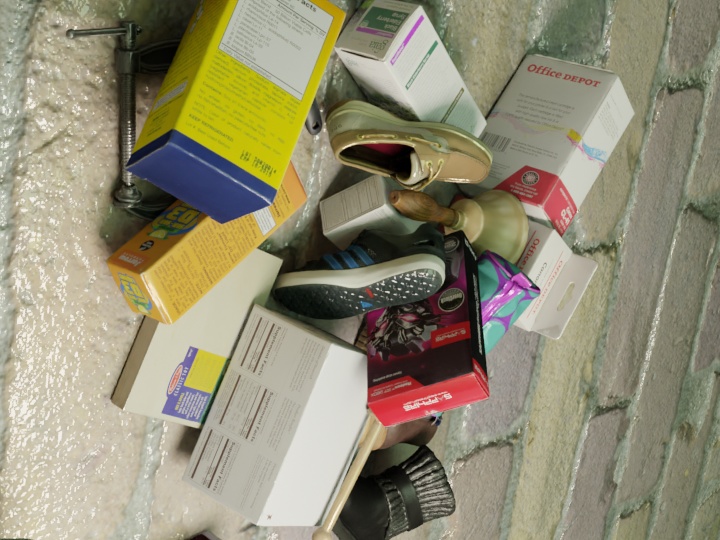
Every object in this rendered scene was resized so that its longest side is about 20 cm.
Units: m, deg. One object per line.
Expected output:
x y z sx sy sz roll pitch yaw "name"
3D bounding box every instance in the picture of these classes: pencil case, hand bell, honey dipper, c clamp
0.117 0.074 1.296 0.085 0.092 0.201 37 97 -7 "pencil case"
0.099 -0.063 1.289 0.199 0.103 0.106 16 95 -51 "hand bell"
-0.001 0.214 1.245 0.038 0.038 0.202 30 85 -50 "honey dipper"
-0.198 -0.135 1.050 0.170 0.027 0.203 -25 123 -46 "c clamp"

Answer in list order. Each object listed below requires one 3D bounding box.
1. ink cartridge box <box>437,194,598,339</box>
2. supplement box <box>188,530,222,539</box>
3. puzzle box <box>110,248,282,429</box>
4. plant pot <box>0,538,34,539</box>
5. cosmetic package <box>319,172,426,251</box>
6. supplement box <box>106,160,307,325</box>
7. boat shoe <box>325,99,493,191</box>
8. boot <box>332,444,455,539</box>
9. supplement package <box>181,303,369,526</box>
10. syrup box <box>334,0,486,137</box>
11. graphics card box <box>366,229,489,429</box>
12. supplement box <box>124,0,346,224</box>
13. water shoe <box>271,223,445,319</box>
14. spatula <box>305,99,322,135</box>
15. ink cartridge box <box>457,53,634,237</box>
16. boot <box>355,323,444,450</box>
0.179 -0.006 1.393 0.067 0.198 0.118 39 78 -49 "ink cartridge box"
-0.224 0.377 1.220 0.198 0.060 0.111 -19 120 -44 "supplement box"
-0.167 0.060 1.168 0.132 0.025 0.203 25 88 -51 "puzzle box"
-0.355 0.311 0.954 0.195 0.198 0.203 12 99 -57 "plant pot"
0.038 -0.031 1.311 0.200 0.082 0.051 42 32 -49 "cosmetic package"
-0.144 -0.039 1.081 0.200 0.066 0.069 -47 130 -27 "supplement box"
0.054 -0.122 1.225 0.197 0.067 0.074 12 142 -18 "boat shoe"
0.028 0.265 1.398 0.156 0.080 0.212 -26 141 -3 "boot"
-0.076 0.162 1.231 0.155 0.110 0.203 25 88 -62 "supplement package"
0.059 -0.206 1.261 0.082 0.078 0.200 -55 139 -15 "syrup box"
0.069 0.060 1.220 0.051 0.124 0.202 52 28 -41 "graphics card box"
-0.110 -0.161 1.009 0.108 0.109 0.203 29 69 -25 "supplement box"
0.000 0.000 1.235 0.072 0.197 0.080 64 25 -46 "water shoe"
-0.067 -0.226 1.153 0.056 0.021 0.202 -31 132 -20 "spatula"
0.231 -0.159 1.425 0.201 0.146 0.086 -56 139 -13 "ink cartridge box"
0.059 0.133 1.422 0.165 0.072 0.202 10 109 -47 "boot"
